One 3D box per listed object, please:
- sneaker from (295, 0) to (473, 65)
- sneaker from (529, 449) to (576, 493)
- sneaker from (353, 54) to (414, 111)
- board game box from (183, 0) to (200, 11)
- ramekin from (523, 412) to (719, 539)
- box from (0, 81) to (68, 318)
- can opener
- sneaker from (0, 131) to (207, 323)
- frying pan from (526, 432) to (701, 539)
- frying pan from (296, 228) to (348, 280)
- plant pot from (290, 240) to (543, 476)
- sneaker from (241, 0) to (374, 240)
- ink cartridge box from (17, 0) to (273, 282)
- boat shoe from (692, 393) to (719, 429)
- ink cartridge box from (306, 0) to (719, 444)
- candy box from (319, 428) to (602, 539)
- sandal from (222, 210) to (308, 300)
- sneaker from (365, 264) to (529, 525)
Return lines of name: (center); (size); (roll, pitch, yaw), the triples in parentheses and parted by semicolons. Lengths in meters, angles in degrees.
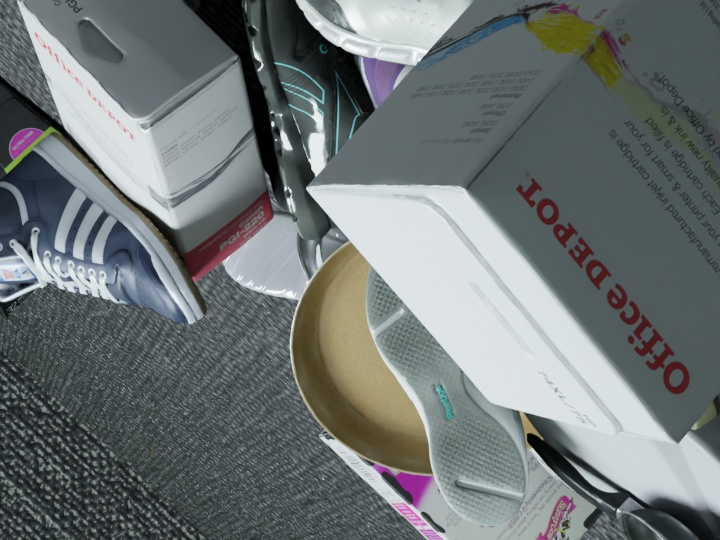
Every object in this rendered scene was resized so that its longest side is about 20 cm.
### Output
sneaker: (0.045, -0.143, 1.005); (0.199, 0.074, 0.080); (29, 145, 25)
sneaker: (0.131, 0.107, 1.393); (0.200, 0.076, 0.088); (46, 168, -3)
sneaker: (0.056, -0.075, 1.152); (0.088, 0.076, 0.200); (46, 167, 45)
board game box: (-0.194, -0.257, 1.288); (0.134, 0.034, 0.200); (30, 159, 33)
ramekin: (0.193, 0.082, 1.161); (0.202, 0.094, 0.203); (38, 163, 14)
box: (-0.363, -0.072, 1.920); (0.124, 0.149, 0.200); (38, 163, 14)
can opener: (-0.068, -0.102, 1.373); (0.200, 0.079, 0.063); (34, -159, 33)
sneaker: (-0.196, -0.004, 1.315); (0.200, 0.108, 0.070); (42, 164, 34)
frying pan: (0.181, 0.173, 1.192); (0.190, 0.031, 0.115); (41, 164, 54)
frying pan: (0.028, 0.016, 1.310); (0.031, 0.114, 0.191); (-67, -46, -71)
plant pot: (0.053, 0.047, 1.284); (0.200, 0.200, 0.028); (48, -162, -20)
sneaker: (-0.026, -0.117, 1.215); (0.076, 0.079, 0.201); (-104, 0, -57)
ink cartridge box: (-0.141, -0.107, 1.291); (0.146, 0.085, 0.200); (45, 165, 24)
boat shoe: (0.157, -0.005, 1.068); (0.200, 0.068, 0.075); (57, 177, 29)
ink cartridge box: (0.112, -0.053, 0.824); (0.147, 0.200, 0.146); (49, 162, -21)
candy box: (0.087, 0.144, 1.474); (0.200, 0.136, 0.061); (44, 165, -5)
sandal: (0.001, -0.008, 1.384); (0.205, 0.080, 0.059); (13, -168, 22)
sneaker: (0.057, 0.063, 1.226); (0.080, 0.070, 0.201); (-3, -105, -75)
